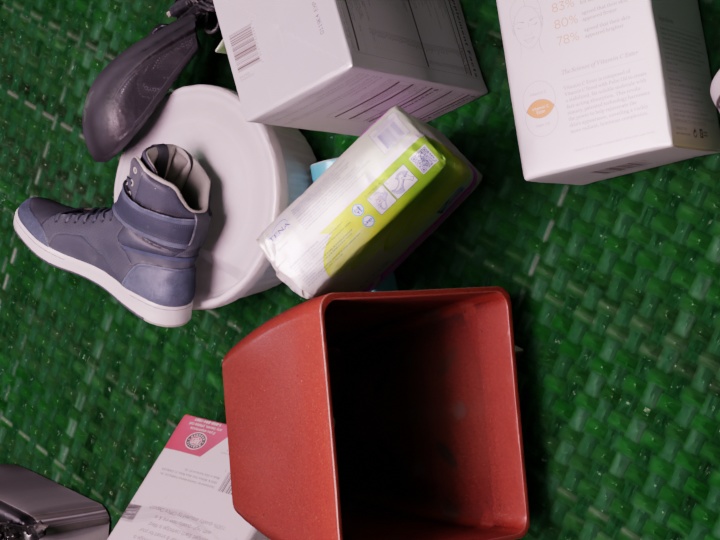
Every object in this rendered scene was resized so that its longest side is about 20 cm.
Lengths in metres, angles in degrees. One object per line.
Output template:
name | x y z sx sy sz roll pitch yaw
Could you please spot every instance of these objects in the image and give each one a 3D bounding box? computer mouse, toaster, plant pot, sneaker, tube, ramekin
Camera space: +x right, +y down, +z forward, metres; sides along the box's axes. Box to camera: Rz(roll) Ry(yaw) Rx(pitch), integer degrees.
computer mouse | -0.197 -0.189 1.275 0.200 0.053 0.138 -56 22 -14
toaster | -0.361 0.308 1.439 0.200 0.119 0.181 15 100 35
plant pot | -0.003 0.122 1.116 0.176 0.200 0.200 -8 85 48
sneaker | -0.216 -0.059 1.231 0.202 0.077 0.146 27 118 23
tube | 0.000 0.000 1.224 0.077 0.050 0.200 -11 89 39
ramekin | -0.124 -0.065 1.280 0.202 0.094 0.203 0 90 35

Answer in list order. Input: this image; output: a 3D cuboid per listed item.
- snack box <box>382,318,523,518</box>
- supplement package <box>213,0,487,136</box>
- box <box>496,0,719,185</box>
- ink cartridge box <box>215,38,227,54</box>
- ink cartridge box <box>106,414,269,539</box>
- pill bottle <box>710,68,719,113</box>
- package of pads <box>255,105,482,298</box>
snack box | 0.073 0.145 1.183 0.072 0.024 0.200 27 106 34
supplement package | -0.004 -0.181 1.126 0.109 0.200 0.114 -22 77 33
box | 0.183 -0.175 1.055 0.124 0.097 0.200 -11 85 36
ink cartridge box | -0.056 -0.280 1.222 0.059 0.104 0.200 50 117 25
ink cartridge box | -0.137 0.241 1.235 0.145 0.085 0.200 8 53 35
pill bottle | 0.331 -0.069 0.942 0.111 0.111 0.200 -37 70 30
package of pads | 0.010 -0.047 1.096 0.154 0.200 0.068 -44 80 9
